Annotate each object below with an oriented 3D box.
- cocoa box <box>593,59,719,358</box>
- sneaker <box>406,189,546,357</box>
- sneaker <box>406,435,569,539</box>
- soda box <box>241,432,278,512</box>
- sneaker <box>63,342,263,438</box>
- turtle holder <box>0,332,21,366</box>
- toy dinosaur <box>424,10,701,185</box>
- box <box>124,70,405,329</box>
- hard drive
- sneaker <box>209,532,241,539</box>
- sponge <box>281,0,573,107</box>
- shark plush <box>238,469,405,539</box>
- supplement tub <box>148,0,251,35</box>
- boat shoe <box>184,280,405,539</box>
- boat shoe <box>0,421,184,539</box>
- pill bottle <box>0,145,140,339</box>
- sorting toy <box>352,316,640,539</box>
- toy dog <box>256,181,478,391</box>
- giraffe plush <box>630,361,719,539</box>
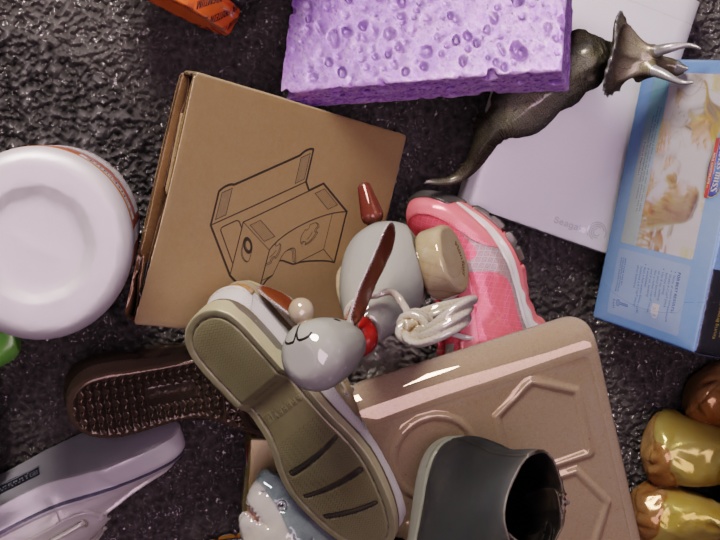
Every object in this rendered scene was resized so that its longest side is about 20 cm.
[{"bbox_3d":[0.271,-0.042,0.906,0.129,0.133,0.203,9,96,-23],"label":"cocoa box"},{"bbox_3d":[0.085,0.036,0.912,0.087,0.073,0.202,-39,102,-33],"label":"sneaker"},{"bbox_3d":[0.076,0.209,0.802,0.074,0.106,0.204,6,83,-27],"label":"sneaker"},{"bbox_3d":[0.012,0.154,0.934,0.197,0.064,0.069,3,95,-8],"label":"soda box"},{"bbox_3d":[-0.113,0.073,0.901,0.197,0.076,0.072,0,109,-16],"label":"sneaker"},{"bbox_3d":[-0.310,0.069,0.853,0.130,0.186,0.143,-7,63,6],"label":"turtle holder"},{"bbox_3d":[0.125,-0.129,0.876,0.198,0.102,0.078,-26,98,-6],"label":"toy dinosaur"},{"bbox_3d":[-0.060,-0.035,0.871,0.198,0.021,0.166,10,96,-45],"label":"box"},{"bbox_3d":[0.164,-0.127,0.948,0.130,0.026,0.203,17,92,-10],"label":"hard drive"},{"bbox_3d":[-0.064,0.234,0.924,0.197,0.077,0.079,-19,100,-5],"label":"sneaker"},{"bbox_3d":[0.046,-0.173,0.864,0.197,0.030,0.113,-1,70,18],"label":"sponge"},{"bbox_3d":[0.005,0.213,0.850,0.198,0.091,0.084,23,73,4],"label":"shark plush"},{"bbox_3d":[-0.090,-0.271,0.845,0.121,0.122,0.202,25,91,-10],"label":"supplement tub"},{"bbox_3d":[-0.031,0.091,0.831,0.074,0.068,0.201,-28,103,30],"label":"boat shoe"},{"bbox_3d":[-0.213,0.171,0.900,0.198,0.072,0.066,-26,113,-10],"label":"boat shoe"},{"bbox_3d":[-0.199,-0.024,0.814,0.110,0.200,0.114,-1,95,-8],"label":"pill bottle"},{"bbox_3d":[0.097,0.151,0.896,0.182,0.036,0.203,-17,100,-4],"label":"sorting toy"},{"bbox_3d":[0.000,0.000,0.820,0.130,0.200,0.097,-25,96,6],"label":"toy dog"},{"bbox_3d":[0.318,0.175,0.932,0.197,0.162,0.175,14,93,-9],"label":"giraffe plush"}]
